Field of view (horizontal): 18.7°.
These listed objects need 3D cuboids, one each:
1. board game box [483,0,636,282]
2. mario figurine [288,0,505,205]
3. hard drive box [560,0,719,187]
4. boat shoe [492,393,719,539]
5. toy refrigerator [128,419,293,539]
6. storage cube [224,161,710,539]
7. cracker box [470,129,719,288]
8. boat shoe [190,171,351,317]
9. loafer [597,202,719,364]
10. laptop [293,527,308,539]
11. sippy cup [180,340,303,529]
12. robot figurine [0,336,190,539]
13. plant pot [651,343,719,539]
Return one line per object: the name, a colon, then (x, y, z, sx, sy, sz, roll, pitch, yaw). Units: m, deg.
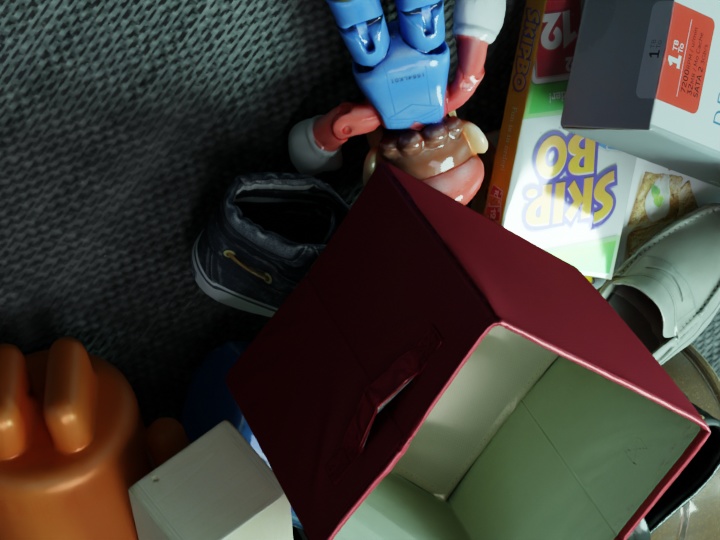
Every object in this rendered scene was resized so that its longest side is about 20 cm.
board game box: (0.131, -0.081, 1.363, 0.095, 0.030, 0.202, 7, 101, -32)
mario figurine: (0.019, -0.117, 1.307, 0.106, 0.123, 0.201, -57, 147, -41)
hard drive box: (0.227, -0.137, 1.349, 0.199, 0.077, 0.157, 15, 85, -41)
boat shoe: (0.151, 0.149, 1.360, 0.201, 0.063, 0.074, -40, 134, -26)
toy refrigerator: (-0.090, 0.177, 1.356, 0.076, 0.070, 0.201, -35, 154, -18)
storage cube: (0.057, 0.078, 1.258, 0.199, 0.180, 0.171, 26, 108, -34)
cracker box: (0.172, -0.046, 1.468, 0.199, 0.058, 0.135, -16, 135, -21)
boat shoe: (0.000, 0.000, 1.332, 0.199, 0.071, 0.091, 13, 151, -13)
loafer: (0.186, 0.027, 1.412, 0.200, 0.070, 0.070, -48, 172, -21)
laptop: (-0.005, 0.263, 1.558, 0.103, 0.178, 0.201, 9, 124, -38)
sippy cup: (-0.044, 0.106, 1.428, 0.130, 0.140, 0.179, 16, 107, -29)
robot figurine: (-0.185, 0.129, 1.363, 0.143, 0.116, 0.201, -36, 141, -22)
plant pot: (0.126, 0.146, 1.490, 0.197, 0.200, 0.201, -12, 136, -36)
